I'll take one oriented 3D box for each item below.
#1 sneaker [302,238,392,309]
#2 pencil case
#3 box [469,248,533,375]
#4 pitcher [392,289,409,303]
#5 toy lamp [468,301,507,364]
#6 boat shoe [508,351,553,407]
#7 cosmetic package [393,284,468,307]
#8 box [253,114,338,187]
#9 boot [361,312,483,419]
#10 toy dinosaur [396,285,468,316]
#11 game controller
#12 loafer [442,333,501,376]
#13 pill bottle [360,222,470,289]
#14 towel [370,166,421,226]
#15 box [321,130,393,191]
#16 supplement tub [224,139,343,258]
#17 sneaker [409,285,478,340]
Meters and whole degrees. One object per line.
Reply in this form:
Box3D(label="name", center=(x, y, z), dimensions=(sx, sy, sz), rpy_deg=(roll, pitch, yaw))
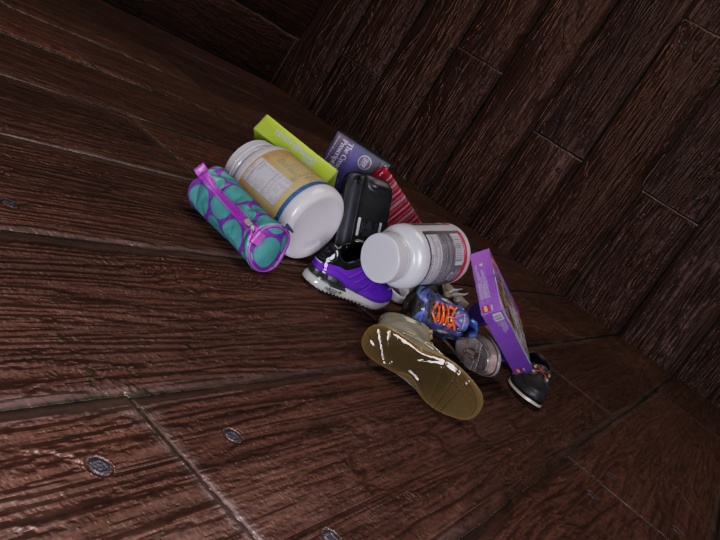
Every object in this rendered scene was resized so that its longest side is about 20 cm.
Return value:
Box3D(label="sneaker", center=(0.000, 0.000, 1.337), dimensions=(0.199, 0.100, 0.070), rpy_deg=(18, 17, -45))
Box3D(label="pencil case", center=(-0.193, -0.086, 1.224), dimensions=(0.200, 0.085, 0.093), rpy_deg=(41, -14, 34))
Box3D(label="box", center=(0.250, 0.076, 1.371), dimensions=(0.200, 0.039, 0.138), rpy_deg=(55, 23, -43))
Box3D(label="pitcher", center=(0.019, -0.032, 1.512), dimensions=(0.199, 0.121, 0.172), rpy_deg=(31, 31, -40))
Box3D(label="toy lamp", center=(0.273, 0.132, 1.531), dimensions=(0.058, 0.058, 0.200), rpy_deg=(45, -1, 43))
Box3D(label="boat shoe", center=(0.332, 0.206, 1.493), dimensions=(0.073, 0.063, 0.201), rpy_deg=(37, 14, 5))
Box3D(label="cosmetic package", center=(0.125, 0.032, 1.599), dimensions=(0.103, 0.073, 0.200), rpy_deg=(24, 17, -36))
Box3D(label="box", center=(-0.120, -0.201, 1.499), dimensions=(0.200, 0.048, 0.122), rpy_deg=(39, -18, 6))
Box3D(label="boot", center=(0.100, 0.136, 1.168), dimensions=(0.199, 0.072, 0.155), rpy_deg=(34, 10, 5))
Box3D(label="toy dinosaur", center=(0.110, 0.056, 1.405), dimensions=(0.077, 0.103, 0.200), rpy_deg=(38, 13, 24))
Box3D(label="game controller", center=(0.000, -0.079, 1.426), dimensions=(0.104, 0.202, 0.042), rpy_deg=(14, -6, -30))
Box3D(label="loafer", center=(0.189, 0.137, 1.409), dimensions=(0.062, 0.072, 0.200), rpy_deg=(11, 14, -18))
Box3D(label="pill bottle", center=(0.093, -0.026, 1.320), dimensions=(0.111, 0.111, 0.199), rpy_deg=(41, 27, 30))
Box3D(label="towel", center=(0.037, -0.108, 1.602), dimensions=(0.200, 0.144, 0.023), rpy_deg=(52, -1, -43))
Box3D(label="box", center=(-0.039, -0.187, 1.706), dimensions=(0.141, 0.201, 0.079), rpy_deg=(32, 12, -2))
Box3D(label="supplement tub", center=(-0.141, -0.131, 1.383), dimensions=(0.200, 0.145, 0.144), rpy_deg=(41, 15, 31))
Box3D(label="sneaker", center=(0.144, 0.075, 1.307), dimensions=(0.078, 0.076, 0.200), rpy_deg=(8, -8, 30))
